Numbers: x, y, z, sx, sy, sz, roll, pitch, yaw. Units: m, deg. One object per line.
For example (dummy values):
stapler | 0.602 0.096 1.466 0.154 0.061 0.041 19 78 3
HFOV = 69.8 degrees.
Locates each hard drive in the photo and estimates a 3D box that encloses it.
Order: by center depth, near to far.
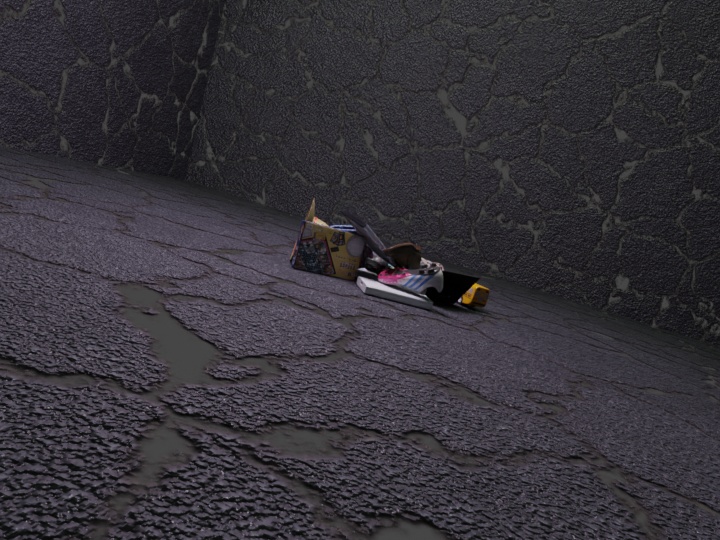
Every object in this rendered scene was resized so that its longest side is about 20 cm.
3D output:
hard drive | 0.094 0.063 1.459 0.197 0.027 0.132 14 8 -13

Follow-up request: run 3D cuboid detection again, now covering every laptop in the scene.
laptop | 0.232 0.036 1.630 0.185 0.200 0.117 9 44 -42

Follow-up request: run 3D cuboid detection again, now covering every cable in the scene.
cable | 0.058 -0.015 1.566 0.096 0.051 0.200 29 -6 33

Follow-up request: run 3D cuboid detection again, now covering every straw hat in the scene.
straw hat | -0.140 -0.111 1.572 0.084 0.204 0.201 22 6 -9

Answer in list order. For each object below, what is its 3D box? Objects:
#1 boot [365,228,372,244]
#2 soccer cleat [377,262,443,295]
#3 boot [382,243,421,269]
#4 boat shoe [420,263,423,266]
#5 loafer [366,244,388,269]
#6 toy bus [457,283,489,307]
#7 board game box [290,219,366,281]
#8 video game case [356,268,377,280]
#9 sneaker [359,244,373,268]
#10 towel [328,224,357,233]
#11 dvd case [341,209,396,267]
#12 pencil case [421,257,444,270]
boot | -0.052 -0.112 1.974 0.195 0.075 0.162 -7 11 24
soccer cleat | 0.140 0.034 1.455 0.197 0.088 0.070 -4 24 32
boot | 0.133 -0.026 1.519 0.074 0.099 0.199 -14 -6 32
boat shoe | 0.143 -0.031 1.703 0.075 0.062 0.200 45 -3 -34
loafer | 0.023 -0.051 1.771 0.071 0.074 0.199 12 9 -29
toy bus | 0.348 0.070 1.752 0.064 0.080 0.200 13 8 -24
board game box | -0.091 -0.056 1.499 0.197 0.138 0.035 13 7 -28
video game case | 0.000 0.000 1.721 0.180 0.024 0.200 19 8 19
sneaker | -0.057 -0.047 1.624 0.197 0.082 0.088 -5 10 -25
towel | -0.070 -0.104 1.715 0.110 0.049 0.200 4 -12 -8
dvd case | 0.031 -0.094 1.557 0.200 0.018 0.142 48 -6 -37
pencil case | 0.221 -0.007 1.819 0.089 0.079 0.199 19 -1 43
